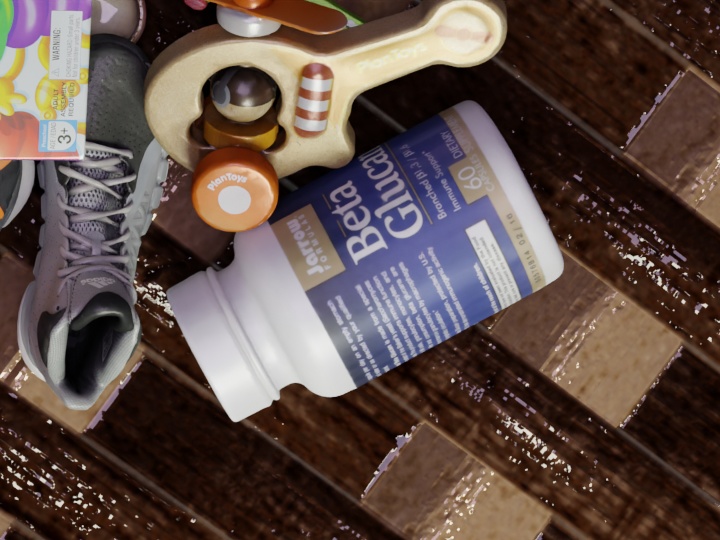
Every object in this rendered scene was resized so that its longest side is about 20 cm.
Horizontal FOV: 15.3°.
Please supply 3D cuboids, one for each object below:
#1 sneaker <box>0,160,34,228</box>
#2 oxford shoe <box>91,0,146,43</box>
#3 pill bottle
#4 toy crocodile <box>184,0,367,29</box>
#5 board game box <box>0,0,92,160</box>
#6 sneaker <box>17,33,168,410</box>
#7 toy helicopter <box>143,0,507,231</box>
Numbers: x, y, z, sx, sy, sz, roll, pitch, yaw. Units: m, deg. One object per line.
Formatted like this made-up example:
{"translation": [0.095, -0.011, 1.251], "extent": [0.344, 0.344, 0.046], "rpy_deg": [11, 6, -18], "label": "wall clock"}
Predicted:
{"translation": [-0.249, 0.012, 1.415], "extent": [0.077, 0.112, 0.200], "rpy_deg": [28, 112, 3], "label": "sneaker"}
{"translation": [-0.214, -0.129, 1.436], "extent": [0.199, 0.074, 0.071], "rpy_deg": [-7, 95, -5], "label": "oxford shoe"}
{"translation": [0.000, 0.000, 1.453], "extent": [0.200, 0.111, 0.111], "rpy_deg": [-29, 99, -1], "label": "pill bottle"}
{"translation": [-0.082, -0.165, 1.448], "extent": [0.200, 0.068, 0.062], "rpy_deg": [30, 97, -7], "label": "toy crocodile"}
{"translation": [-0.243, -0.115, 1.340], "extent": [0.199, 0.105, 0.103], "rpy_deg": [-1, 107, -18], "label": "board game box"}
{"translation": [-0.135, -0.019, 1.423], "extent": [0.075, 0.116, 0.201], "rpy_deg": [4, 107, -15], "label": "sneaker"}
{"translation": [-0.021, -0.114, 1.403], "extent": [0.199, 0.079, 0.133], "rpy_deg": [-18, 123, 12], "label": "toy helicopter"}
